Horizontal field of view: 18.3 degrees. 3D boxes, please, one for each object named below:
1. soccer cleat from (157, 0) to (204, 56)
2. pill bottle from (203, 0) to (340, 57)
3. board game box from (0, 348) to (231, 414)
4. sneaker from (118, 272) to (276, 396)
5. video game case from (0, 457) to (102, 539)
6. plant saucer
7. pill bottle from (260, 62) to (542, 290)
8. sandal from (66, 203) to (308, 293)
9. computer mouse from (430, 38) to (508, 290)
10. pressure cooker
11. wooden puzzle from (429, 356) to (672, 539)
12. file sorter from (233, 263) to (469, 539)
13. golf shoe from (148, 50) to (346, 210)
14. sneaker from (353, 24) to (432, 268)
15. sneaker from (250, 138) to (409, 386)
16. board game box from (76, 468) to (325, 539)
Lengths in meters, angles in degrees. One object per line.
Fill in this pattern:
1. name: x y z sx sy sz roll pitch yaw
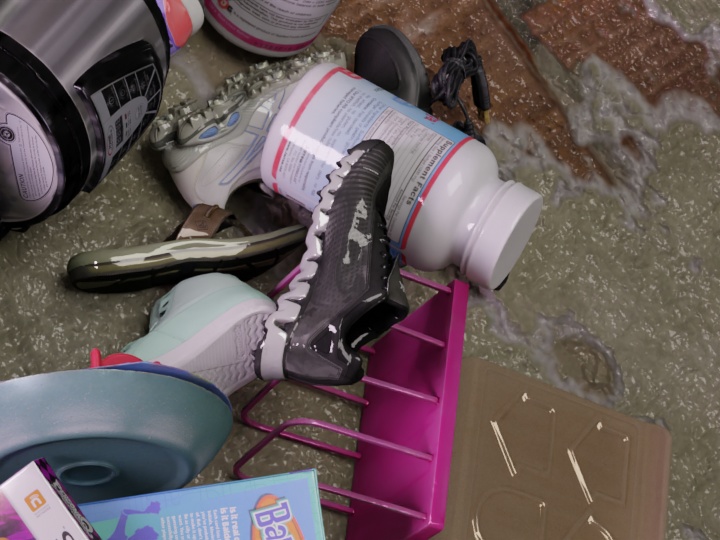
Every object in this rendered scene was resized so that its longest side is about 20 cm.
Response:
1. soccer cleat: -0.212 -0.244 1.754 0.200 0.068 0.073 44 57 -8
2. pill bottle: -0.044 -0.272 1.771 0.113 0.200 0.114 17 48 -20
3. board game box: -0.188 0.084 1.513 0.199 0.158 0.039 -9 64 5
4. sneaker: -0.152 0.074 1.639 0.200 0.118 0.074 -30 114 -8
5. video game case: -0.234 0.251 1.443 0.200 0.036 0.181 -36 87 2
6. plant saucer: -0.184 0.122 1.503 0.199 0.200 0.036 9 60 -27
7. pill bottle: 0.033 -0.068 1.698 0.200 0.109 0.109 29 52 13
8. sandal: -0.126 -0.023 1.685 0.200 0.080 0.058 -4 72 -32
9. computer mouse: 0.085 -0.089 1.846 0.141 0.046 0.201 -66 144 -62
10. pressure cooker: -0.250 -0.127 1.602 0.176 0.178 0.200 49 47 -15
11. wooden puzzle: 0.146 0.182 1.774 0.200 0.046 0.186 19 58 -17
12. file sorter: -0.015 0.104 1.654 0.125 0.139 0.201 19 59 -20
13. golf shoe: -0.080 -0.109 1.777 0.200 0.078 0.097 -32 110 -37
14. sneaker: 0.009 -0.105 1.796 0.082 0.073 0.201 6 73 -30
15. sneaker: 0.000 0.000 1.584 0.090 0.067 0.200 16 65 15
16. board game box: -0.117 0.222 1.501 0.199 0.045 0.153 -7 82 -7
